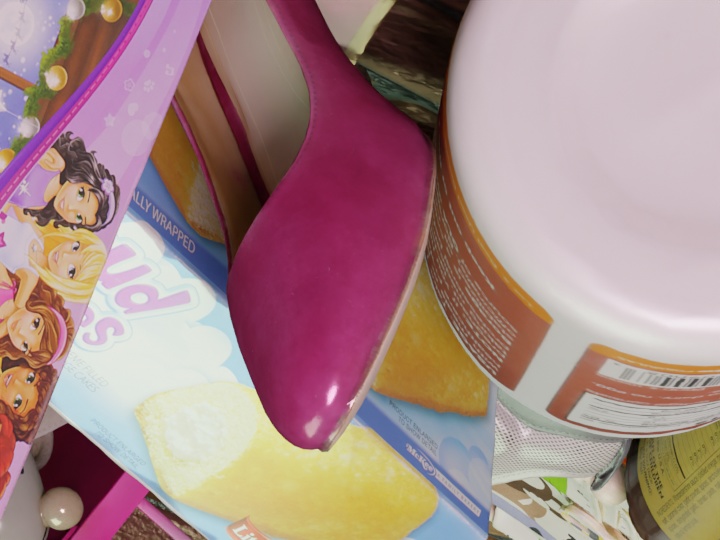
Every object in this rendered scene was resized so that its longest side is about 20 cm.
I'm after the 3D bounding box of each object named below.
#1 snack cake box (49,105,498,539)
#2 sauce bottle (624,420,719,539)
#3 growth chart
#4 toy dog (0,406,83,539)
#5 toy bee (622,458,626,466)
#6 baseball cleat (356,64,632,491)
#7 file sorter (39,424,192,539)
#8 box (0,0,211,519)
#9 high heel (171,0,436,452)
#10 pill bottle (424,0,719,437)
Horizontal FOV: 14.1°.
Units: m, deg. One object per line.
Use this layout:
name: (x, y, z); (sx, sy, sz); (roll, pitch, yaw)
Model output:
snack cake box: (-0.048, -0.013, 0.772); (0.067, 0.115, 0.200); (-28, 125, 30)
sauce bottle: (0.134, 0.033, 0.822); (0.064, 0.065, 0.200); (22, 154, -7)
growth chart: (0.058, 0.072, 1.019); (0.144, 0.018, 0.200); (31, 167, 28)
toy dog: (-0.110, 0.004, 1.076); (0.096, 0.201, 0.132); (-2, -165, 13)
toy bee: (0.127, 0.064, 1.064); (0.131, 0.109, 0.200); (27, 168, -26)
baseball cleat: (0.000, 0.000, 0.900); (0.200, 0.107, 0.070); (34, -147, 16)
file sorter: (-0.045, 0.084, 1.165); (0.125, 0.200, 0.139); (43, 164, -15)
box: (-0.089, -0.070, 0.508); (0.136, 0.201, 0.039); (27, 170, -36)
high heel: (-0.036, -0.043, 0.675); (0.095, 0.201, 0.067); (21, 132, -17)
pill bottle: (0.071, -0.020, 0.712); (0.112, 0.113, 0.200); (20, 170, 2)
